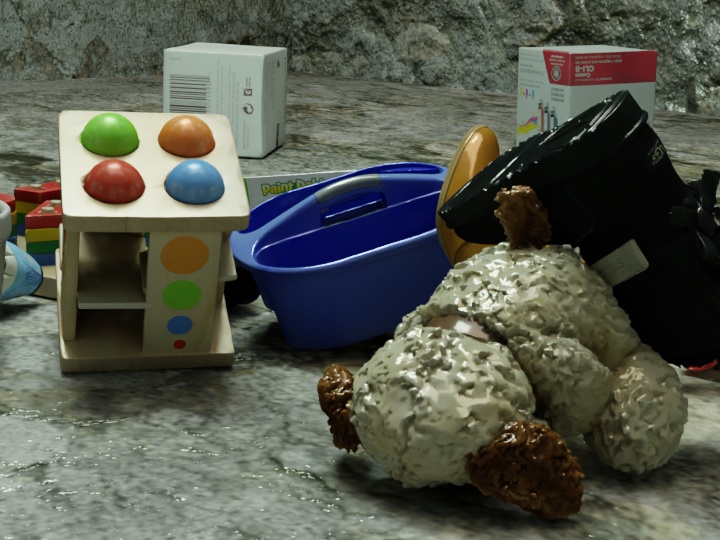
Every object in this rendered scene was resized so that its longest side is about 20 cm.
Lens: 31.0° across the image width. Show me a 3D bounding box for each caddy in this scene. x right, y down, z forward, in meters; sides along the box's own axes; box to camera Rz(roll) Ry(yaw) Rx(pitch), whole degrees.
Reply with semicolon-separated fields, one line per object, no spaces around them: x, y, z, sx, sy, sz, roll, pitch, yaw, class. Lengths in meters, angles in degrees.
-0.003;-0.025;1.028;0.199;0.105;0.141;-18;31;-13;caddy

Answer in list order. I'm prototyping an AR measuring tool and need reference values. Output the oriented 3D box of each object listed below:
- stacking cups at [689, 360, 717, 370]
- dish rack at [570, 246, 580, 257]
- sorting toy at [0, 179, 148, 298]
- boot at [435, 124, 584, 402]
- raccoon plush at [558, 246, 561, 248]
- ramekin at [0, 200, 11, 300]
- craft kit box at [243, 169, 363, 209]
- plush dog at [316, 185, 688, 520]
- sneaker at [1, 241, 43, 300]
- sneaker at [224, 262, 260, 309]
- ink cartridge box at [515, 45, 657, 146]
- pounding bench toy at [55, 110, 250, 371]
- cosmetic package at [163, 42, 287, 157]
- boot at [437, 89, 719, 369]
0.312;0.034;1.037;0.060;0.061;0.200;12;16;36;stacking cups
0.262;-0.011;1.251;0.199;0.055;0.153;-6;14;-32;dish rack
-0.293;-0.039;1.241;0.199;0.070;0.199;9;14;28;sorting toy
0.123;-0.005;0.912;0.143;0.202;0.071;5;-16;28;boot
0.122;-0.037;1.153;0.096;0.135;0.200;-4;14;-20;raccoon plush
-0.358;0.006;0.951;0.199;0.106;0.200;3;12;-1;ramekin
-0.041;-0.078;1.292;0.196;0.049;0.200;-6;4;5;craft kit box
0.070;0.059;0.750;0.199;0.161;0.172;11;39;35;plush dog
-0.358;-0.002;1.114;0.199;0.079;0.090;12;-3;26;sneaker
-0.121;0.007;1.120;0.082;0.072;0.200;26;20;10;sneaker
0.311;-0.209;1.812;0.144;0.201;0.145;-6;14;-22;ink cartridge box
-0.160;-0.052;0.958;0.123;0.157;0.200;-1;39;-15;pounding bench toy
-0.217;-0.280;2.114;0.164;0.166;0.200;4;14;7;cosmetic package
0.153;-0.012;0.812;0.073;0.163;0.198;-45;12;-32;boot
